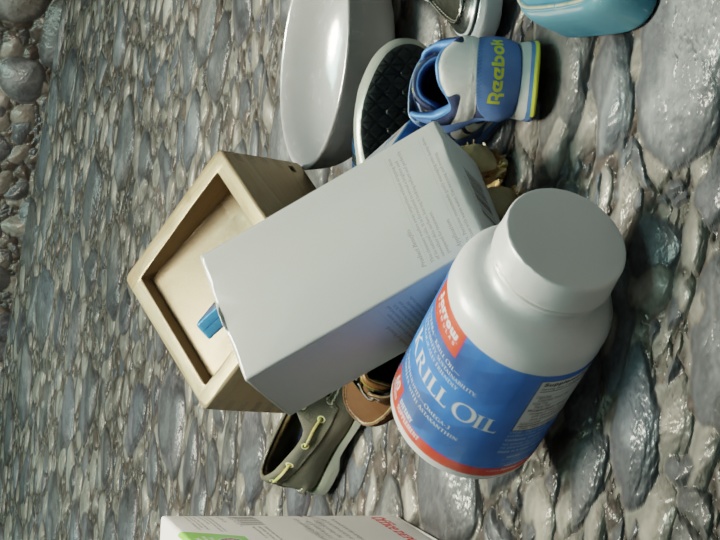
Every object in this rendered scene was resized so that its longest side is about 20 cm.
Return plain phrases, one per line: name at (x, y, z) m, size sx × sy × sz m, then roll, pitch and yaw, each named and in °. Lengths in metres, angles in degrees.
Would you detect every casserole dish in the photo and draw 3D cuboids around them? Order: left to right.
casserole dish at (0.150, -0.219, 1.426) m, size 0.200 × 0.038 × 0.122 m, roll -169°, pitch 83°, yaw -71°

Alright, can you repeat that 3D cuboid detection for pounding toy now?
pounding toy at (-0.097, 0.018, 1.852) m, size 0.200 × 0.142 × 0.185 m, roll -51°, pitch 55°, yaw 26°

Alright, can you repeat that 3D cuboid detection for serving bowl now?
serving bowl at (-0.013, -0.187, 1.871) m, size 0.200 × 0.065 × 0.202 m, roll -176°, pitch 90°, yaw -72°

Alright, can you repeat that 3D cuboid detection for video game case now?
video game case at (-0.037, -0.034, 1.644) m, size 0.200 × 0.018 × 0.143 m, roll -41°, pitch 6°, yaw 16°

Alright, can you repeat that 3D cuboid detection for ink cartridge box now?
ink cartridge box at (-0.046, 0.243, 1.662) m, size 0.145 × 0.198 × 0.085 m, roll -165°, pitch 77°, yaw -72°

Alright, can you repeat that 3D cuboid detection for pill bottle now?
pill bottle at (0.099, 0.040, 1.401) m, size 0.201 × 0.111 × 0.113 m, roll 115°, pitch 153°, yaw -47°

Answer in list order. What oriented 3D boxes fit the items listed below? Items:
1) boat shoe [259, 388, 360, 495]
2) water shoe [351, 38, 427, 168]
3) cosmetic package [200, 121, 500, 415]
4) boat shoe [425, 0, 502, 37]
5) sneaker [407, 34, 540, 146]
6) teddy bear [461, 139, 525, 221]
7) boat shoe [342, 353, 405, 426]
boat shoe at (-0.036, 0.120, 1.876) m, size 0.072 × 0.060 × 0.203 m, roll -103°, pitch 26°, yaw -46°
water shoe at (0.018, -0.089, 1.746) m, size 0.079 × 0.071 × 0.202 m, roll -164°, pitch 80°, yaw -74°
cosmetic package at (0.000, 0.000, 1.489) m, size 0.081 × 0.199 × 0.113 m, roll 41°, pitch -156°, yaw -56°
boat shoe at (0.057, -0.239, 1.660) m, size 0.200 × 0.070 × 0.073 m, roll -113°, pitch 33°, yaw -54°
sneaker at (0.069, -0.135, 1.584) m, size 0.200 × 0.082 × 0.075 m, roll 153°, pitch 119°, yaw -73°
teddy bear at (0.037, -0.014, 1.571) m, size 0.200 × 0.067 × 0.145 m, roll -47°, pitch 46°, yaw 0°
boat shoe at (0.018, 0.068, 1.673) m, size 0.072 × 0.068 × 0.200 m, roll 42°, pitch 143°, yaw 13°
